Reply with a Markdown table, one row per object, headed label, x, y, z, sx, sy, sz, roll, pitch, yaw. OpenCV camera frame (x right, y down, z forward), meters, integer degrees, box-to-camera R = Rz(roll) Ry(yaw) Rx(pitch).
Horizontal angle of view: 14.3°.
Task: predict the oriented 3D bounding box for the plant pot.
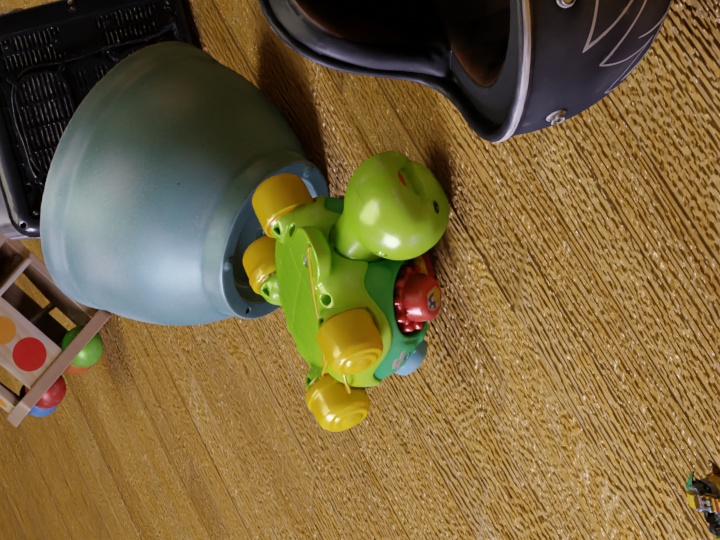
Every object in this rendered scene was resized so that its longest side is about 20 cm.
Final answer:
| label | x | y | z | sx | sy | sz | roll | pitch | yaw |
| --- | --- | --- | --- | --- | --- | --- | --- | --- | --- |
| plant pot | -0.107 | -0.043 | 2.012 | 0.134 | 0.200 | 0.201 | 26 | 137 | 30 |

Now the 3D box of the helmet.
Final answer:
| label | x | y | z | sx | sy | sz | roll | pitch | yaw |
| --- | --- | --- | --- | --- | --- | --- | --- | --- | --- |
| helmet | 0.058 | -0.166 | 1.342 | 0.200 | 0.190 | 0.200 | -161 | 90 | -89 |

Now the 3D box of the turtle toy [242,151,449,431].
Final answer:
| label | x | y | z | sx | sy | sz | roll | pitch | yaw |
| --- | --- | --- | --- | --- | --- | --- | --- | --- | --- |
| turtle toy | 0.000 | 0.000 | 1.825 | 0.200 | 0.101 | 0.146 | 104 | 144 | -58 |

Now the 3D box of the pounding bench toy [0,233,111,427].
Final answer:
| label | x | y | z | sx | sy | sz | roll | pitch | yaw |
| --- | --- | --- | --- | --- | --- | --- | --- | --- | --- |
| pounding bench toy | -0.311 | 0.032 | 2.801 | 0.156 | 0.200 | 0.124 | 41 | 164 | -3 |

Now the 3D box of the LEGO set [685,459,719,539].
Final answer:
| label | x | y | z | sx | sy | sz | roll | pitch | yaw |
| --- | --- | --- | --- | --- | --- | --- | --- | --- | --- |
| LEGO set | 0.192 | 0.184 | 1.383 | 0.200 | 0.116 | 0.154 | -134 | 32 | -55 |

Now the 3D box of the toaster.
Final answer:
| label | x | y | z | sx | sy | sz | roll | pitch | yaw |
| --- | --- | --- | --- | --- | --- | --- | --- | --- | --- |
| toaster | -0.207 | -0.117 | 2.227 | 0.119 | 0.181 | 0.200 | 170 | 84 | -76 |
